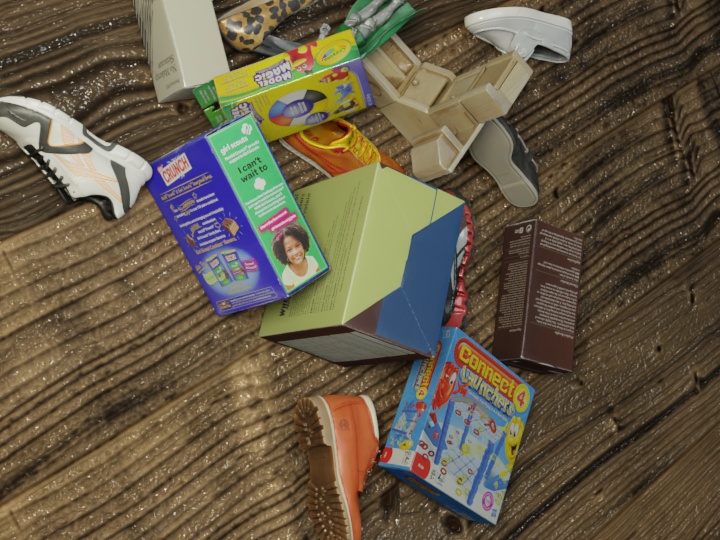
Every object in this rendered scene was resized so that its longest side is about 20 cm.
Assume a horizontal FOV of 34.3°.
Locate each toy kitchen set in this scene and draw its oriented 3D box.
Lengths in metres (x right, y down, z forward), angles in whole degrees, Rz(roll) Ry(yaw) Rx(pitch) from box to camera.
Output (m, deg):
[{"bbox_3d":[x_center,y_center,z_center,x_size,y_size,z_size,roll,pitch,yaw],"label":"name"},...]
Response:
[{"bbox_3d":[0.072,-0.234,1.498,0.180,0.199,0.164,44,62,-20],"label":"toy kitchen set"}]

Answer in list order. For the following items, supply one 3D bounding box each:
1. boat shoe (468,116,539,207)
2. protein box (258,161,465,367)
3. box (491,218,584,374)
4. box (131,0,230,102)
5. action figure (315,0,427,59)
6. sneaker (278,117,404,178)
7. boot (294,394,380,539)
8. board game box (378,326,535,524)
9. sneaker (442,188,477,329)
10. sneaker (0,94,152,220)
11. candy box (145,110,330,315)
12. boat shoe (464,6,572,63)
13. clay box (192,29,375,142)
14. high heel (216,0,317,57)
[{"bbox_3d":[0.200,-0.168,1.637,0.200,0.066,0.057,52,39,-44],"label":"boat shoe"},{"bbox_3d":[0.000,0.000,1.417,0.134,0.199,0.200,22,72,-29],"label":"protein box"},{"bbox_3d":[0.253,0.039,1.659,0.099,0.075,0.202,17,72,-31],"label":"box"},{"bbox_3d":[-0.221,-0.308,1.386,0.068,0.082,0.202,-15,90,-35],"label":"box"},{"bbox_3d":[-0.021,-0.286,1.478,0.200,0.118,0.055,-48,129,-13],"label":"action figure"},{"bbox_3d":[-0.017,-0.150,1.503,0.199,0.077,0.074,25,69,-30],"label":"sneaker"},{"bbox_3d":[-0.012,0.252,1.454,0.106,0.075,0.202,-4,84,-39],"label":"boot"},{"bbox_3d":[0.132,0.205,1.537,0.200,0.056,0.197,37,64,-39],"label":"board game box"},{"bbox_3d":[0.100,-0.017,1.564,0.097,0.071,0.203,13,78,-34],"label":"sneaker"},{"bbox_3d":[-0.328,-0.125,1.294,0.199,0.074,0.081,29,73,-25],"label":"sneaker"},{"bbox_3d":[-0.147,-0.061,1.346,0.077,0.168,0.201,-35,103,-35],"label":"candy box"},{"bbox_3d":[0.234,-0.338,1.707,0.199,0.072,0.069,0,82,-43],"label":"boat shoe"},{"bbox_3d":[-0.089,-0.207,1.386,0.198,0.115,0.048,-20,68,3],"label":"clay box"},{"bbox_3d":[-0.111,-0.368,1.470,0.142,0.071,0.202,9,87,-39],"label":"high heel"}]
